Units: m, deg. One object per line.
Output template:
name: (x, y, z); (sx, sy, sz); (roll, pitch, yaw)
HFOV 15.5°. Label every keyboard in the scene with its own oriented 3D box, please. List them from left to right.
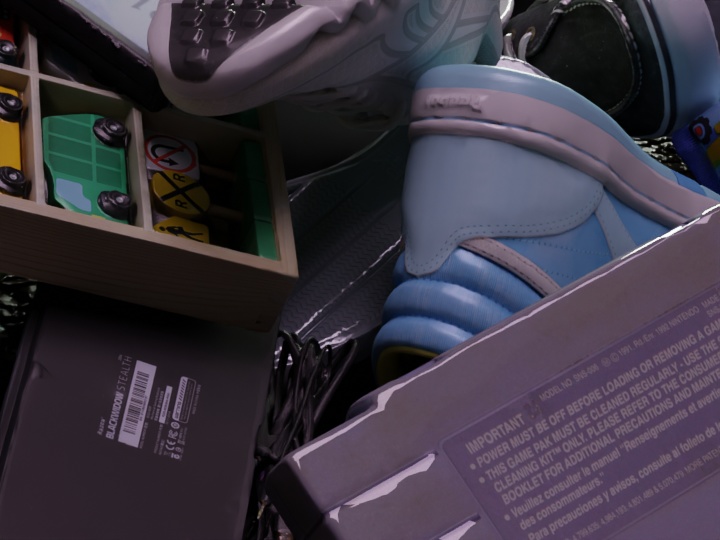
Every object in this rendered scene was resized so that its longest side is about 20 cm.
keyboard: (-0.060, 0.056, 0.803); (0.104, 0.040, 0.200); (19, 41, -8)

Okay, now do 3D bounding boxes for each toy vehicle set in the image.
toy vehicle set: (-0.091, -0.069, 0.868); (0.124, 0.027, 0.200); (13, 39, -20)

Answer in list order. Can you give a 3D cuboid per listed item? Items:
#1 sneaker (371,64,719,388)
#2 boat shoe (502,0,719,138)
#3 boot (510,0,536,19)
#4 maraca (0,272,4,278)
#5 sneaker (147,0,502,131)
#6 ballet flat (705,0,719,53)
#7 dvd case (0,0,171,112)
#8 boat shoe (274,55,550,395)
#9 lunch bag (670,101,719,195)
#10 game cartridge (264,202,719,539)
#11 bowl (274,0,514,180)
sneaker: (0.071, 0.026, 0.889); (0.079, 0.131, 0.200); (2, -19, 43)
boat shoe: (0.087, -0.075, 1.039); (0.071, 0.072, 0.200); (-18, -5, -9)
boot: (0.058, -0.187, 1.129); (0.211, 0.158, 0.079); (-6, 13, 34)
maraca: (-0.151, -0.045, 0.923); (0.107, 0.137, 0.200); (39, 20, -33)
sneaker: (0.000, -0.079, 0.866); (0.075, 0.081, 0.200); (8, 24, 28)
ballet flat: (0.153, -0.095, 1.123); (0.073, 0.073, 0.200); (9, 6, 4)
dvd case: (-0.075, -0.135, 0.920); (0.143, 0.018, 0.200); (36, 37, 8)
boat shoe: (0.000, 0.000, 0.925); (0.200, 0.067, 0.074); (-32, 66, -32)
lunch bag: (0.234, -0.064, 1.017); (0.150, 0.094, 0.200); (-27, 0, 32)
game cartridge: (0.085, 0.062, 0.744); (0.200, 0.038, 0.130); (-27, 71, -27)
bowl: (-0.046, -0.088, 1.047); (0.200, 0.091, 0.201); (10, 27, -5)
